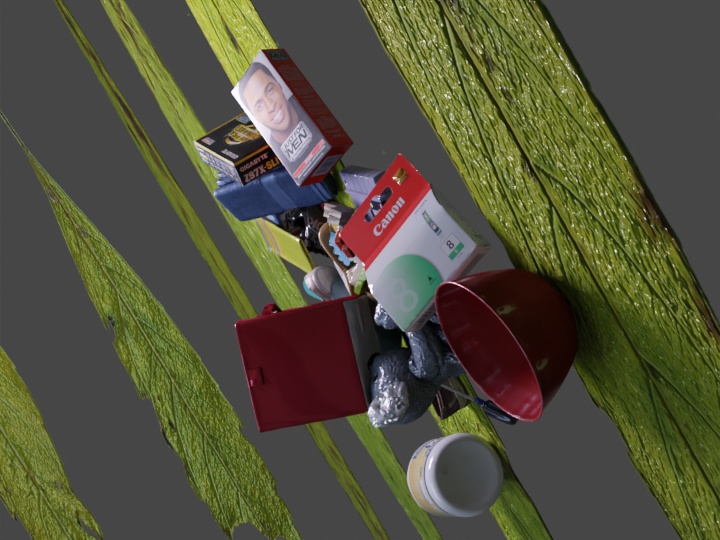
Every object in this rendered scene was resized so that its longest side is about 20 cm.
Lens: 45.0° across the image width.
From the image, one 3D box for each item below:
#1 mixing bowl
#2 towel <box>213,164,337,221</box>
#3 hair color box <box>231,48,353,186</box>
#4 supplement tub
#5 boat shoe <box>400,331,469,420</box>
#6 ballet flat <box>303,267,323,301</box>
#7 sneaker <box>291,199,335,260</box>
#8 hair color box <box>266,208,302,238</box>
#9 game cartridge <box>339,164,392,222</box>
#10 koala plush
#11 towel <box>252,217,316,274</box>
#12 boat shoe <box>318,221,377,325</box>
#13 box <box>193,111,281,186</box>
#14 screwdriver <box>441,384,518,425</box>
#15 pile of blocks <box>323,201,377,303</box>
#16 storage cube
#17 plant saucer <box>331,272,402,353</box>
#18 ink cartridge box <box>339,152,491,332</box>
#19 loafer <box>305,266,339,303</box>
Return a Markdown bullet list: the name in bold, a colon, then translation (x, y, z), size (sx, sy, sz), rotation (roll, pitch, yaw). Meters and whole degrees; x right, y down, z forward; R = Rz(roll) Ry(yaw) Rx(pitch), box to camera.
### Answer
- **mixing bowl**: translation (0.195, 0.074, 1.073), size (0.200, 0.108, 0.200), rotation (51, 162, 23)
- **towel**: translation (-0.148, -0.146, 1.523), size (0.112, 0.199, 0.049), rotation (52, -149, -50)
- **hair color box**: translation (-0.110, -0.244, 1.380), size (0.200, 0.061, 0.102), rotation (54, 127, 13)
- **supplement tub**: translation (0.168, 0.381, 1.608), size (0.145, 0.144, 0.200), rotation (56, 162, 6)
- **boat shoe**: translation (0.112, 0.170, 1.525), size (0.201, 0.072, 0.072), rotation (60, 163, -5)
- **ballet flat**: translation (-0.039, 0.046, 1.746), size (0.200, 0.069, 0.070), rotation (33, 150, 43)
- **sneaker**: translation (-0.053, -0.051, 1.560), size (0.201, 0.098, 0.071), rotation (50, 159, 20)
- **hair color box**: translation (-0.140, -0.151, 1.622), size (0.060, 0.100, 0.201), rotation (28, 146, 57)
- **game cartridge**: translation (0.039, -0.070, 1.387), size (0.201, 0.038, 0.130), rotation (65, 166, -21)
- **koala plush**: translation (0.083, 0.144, 1.293), size (0.183, 0.201, 0.177), rotation (30, -179, 14)
- **towel**: translation (-0.144, -0.048, 1.616), size (0.200, 0.018, 0.086), rotation (29, 151, 55)
- **boat shoe**: translation (0.000, 0.000, 1.481), size (0.201, 0.071, 0.069), rotation (60, -176, -5)
- **box**: translation (-0.184, -0.226, 1.516), size (0.200, 0.159, 0.050), rotation (33, 150, 55)
- **screwdriver**: translation (0.179, 0.205, 1.430), size (0.200, 0.029, 0.028), rotation (27, -178, 44)
- **pile of blocks**: translation (-0.013, -0.020, 1.394), size (0.082, 0.062, 0.200), rotation (-41, 78, 29)
- **storage cube**: translation (-0.073, 0.140, 1.383), size (0.171, 0.179, 0.201), rotation (-8, -94, -77)
- **plant saucer**: translation (0.025, 0.084, 1.542), size (0.201, 0.039, 0.202), rotation (43, -148, -36)
- **ink cartridge box**: translation (0.059, -0.042, 1.190), size (0.200, 0.161, 0.050), rotation (49, -156, 24)
- **loafer**: translation (-0.042, 0.043, 1.575), size (0.200, 0.063, 0.072), rotation (17, -129, -55)
